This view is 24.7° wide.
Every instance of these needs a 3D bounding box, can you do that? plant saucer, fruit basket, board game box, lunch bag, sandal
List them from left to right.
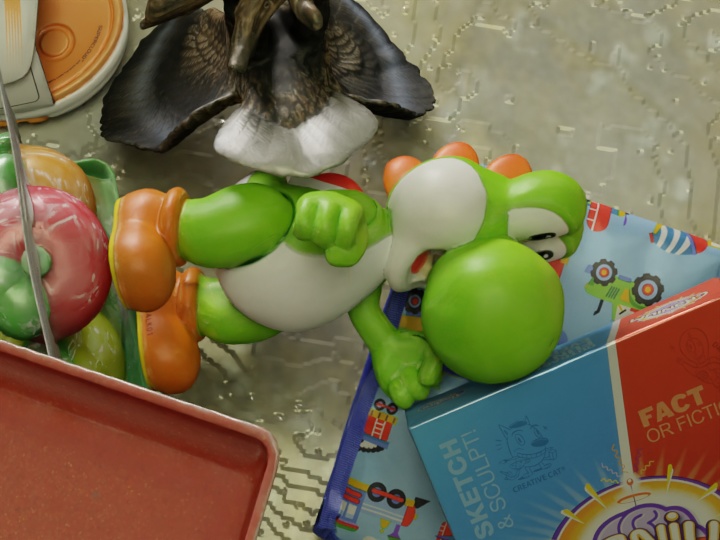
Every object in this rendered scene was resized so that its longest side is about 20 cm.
[{"bbox_3d":[-0.218,-0.111,0.822,0.205,0.059,0.080,-12,73,-5],"label":"sandal"},{"bbox_3d":[-0.132,0.127,0.573,0.199,0.037,0.201,15,86,26],"label":"plant saucer"},{"bbox_3d":[-0.147,0.003,0.714,0.093,0.200,0.187,-13,74,-5],"label":"fruit basket"},{"bbox_3d":[0.073,0.067,0.769,0.149,0.094,0.202,18,85,1],"label":"lunch bag"},{"bbox_3d":[0.125,0.126,0.714,0.152,0.040,0.201,-23,97,3],"label":"board game box"}]

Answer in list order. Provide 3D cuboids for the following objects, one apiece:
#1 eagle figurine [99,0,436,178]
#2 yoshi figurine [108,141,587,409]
[{"bbox_3d":[-0.042,-0.107,0.757,0.151,0.200,0.151,37,76,6],"label":"eagle figurine"},{"bbox_3d":[0.001,0.009,0.685,0.198,0.112,0.113,-9,97,0],"label":"yoshi figurine"}]
